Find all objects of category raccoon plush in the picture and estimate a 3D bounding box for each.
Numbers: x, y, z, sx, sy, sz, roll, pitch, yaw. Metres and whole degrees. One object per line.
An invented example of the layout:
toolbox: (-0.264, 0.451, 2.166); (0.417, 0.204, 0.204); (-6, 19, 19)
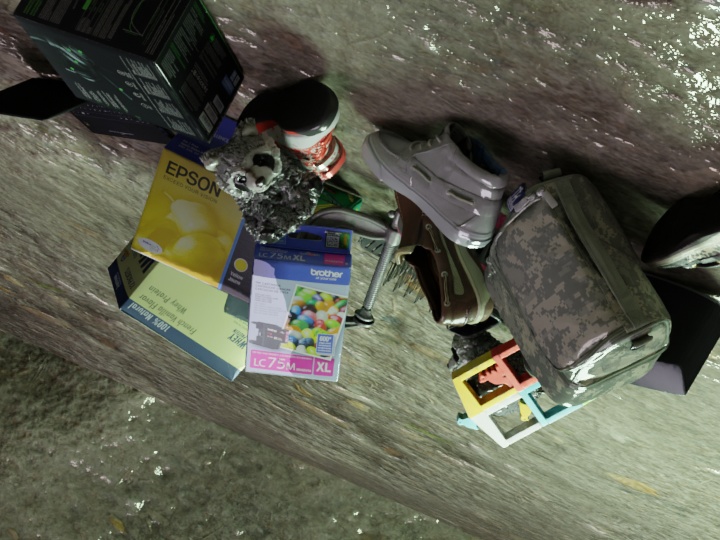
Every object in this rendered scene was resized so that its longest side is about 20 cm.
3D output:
raccoon plush: (0.215, 0.114, 1.979); (0.199, 0.134, 0.097); (-13, 146, 7)
raccoon plush: (-0.135, -0.107, 1.611); (0.134, 0.097, 0.200); (46, 162, -27)

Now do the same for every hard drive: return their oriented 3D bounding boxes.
hard drive: (0.289, 0.056, 1.593); (0.200, 0.135, 0.042); (17, 144, 33)

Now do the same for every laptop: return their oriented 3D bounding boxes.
laptop: (-0.374, -0.189, 1.886); (0.177, 0.103, 0.200); (13, 158, 40)

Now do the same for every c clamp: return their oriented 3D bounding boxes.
c clamp: (0.000, 0.000, 1.764); (0.170, 0.027, 0.200); (19, 121, -11)

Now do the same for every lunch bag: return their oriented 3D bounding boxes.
lunch bag: (0.221, 0.014, 1.460); (0.168, 0.139, 0.200); (102, 144, -64)

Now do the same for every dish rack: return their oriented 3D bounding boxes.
dish rack: (0.086, 0.010, 1.882); (0.200, 0.055, 0.153); (29, 162, -8)

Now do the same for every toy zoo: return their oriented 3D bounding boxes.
toy zoo: (0.210, 0.150, 1.886); (0.131, 0.200, 0.020); (53, -163, -24)

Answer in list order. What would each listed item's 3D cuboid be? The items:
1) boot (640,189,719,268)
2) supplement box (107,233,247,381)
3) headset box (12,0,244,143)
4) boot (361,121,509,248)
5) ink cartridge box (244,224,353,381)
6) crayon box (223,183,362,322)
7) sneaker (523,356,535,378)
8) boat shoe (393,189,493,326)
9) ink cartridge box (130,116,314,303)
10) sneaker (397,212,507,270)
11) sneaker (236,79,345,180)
boot: (0.370, -0.012, 1.375); (0.150, 0.073, 0.200); (30, 157, -13)
supplement box: (-0.196, 0.000, 1.951); (0.200, 0.200, 0.134); (36, -170, -27)
headset box: (-0.252, -0.242, 1.567); (0.200, 0.093, 0.174); (20, 162, 22)
boot: (0.082, -0.116, 1.508); (0.073, 0.096, 0.200); (-10, -139, -41)
ink cartridge box: (-0.075, 0.039, 1.759); (0.119, 0.042, 0.200); (6, 118, -1)
crayon box: (-0.086, -0.019, 1.828); (0.119, 0.200, 0.058); (23, -156, 10)
sneaker: (0.281, 0.089, 1.729); (0.199, 0.075, 0.106); (-6, 160, 22)
boat shoe: (0.072, -0.032, 1.572); (0.203, 0.075, 0.075); (64, 151, 24)
ink cartridge box: (-0.162, -0.076, 1.776); (0.197, 0.200, 0.047); (25, -154, 8)
sneaker: (0.136, -0.031, 1.648); (0.200, 0.079, 0.095); (31, -179, 44)
sneaker: (-0.048, -0.150, 1.590); (0.108, 0.067, 0.201); (34, 165, -27)
